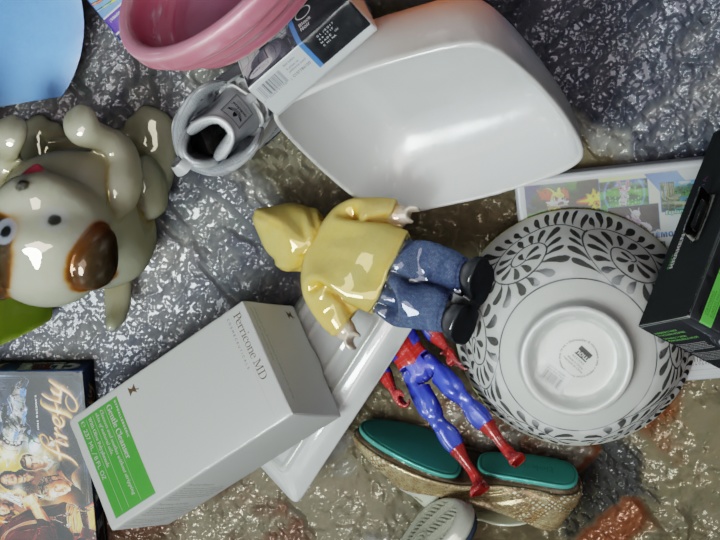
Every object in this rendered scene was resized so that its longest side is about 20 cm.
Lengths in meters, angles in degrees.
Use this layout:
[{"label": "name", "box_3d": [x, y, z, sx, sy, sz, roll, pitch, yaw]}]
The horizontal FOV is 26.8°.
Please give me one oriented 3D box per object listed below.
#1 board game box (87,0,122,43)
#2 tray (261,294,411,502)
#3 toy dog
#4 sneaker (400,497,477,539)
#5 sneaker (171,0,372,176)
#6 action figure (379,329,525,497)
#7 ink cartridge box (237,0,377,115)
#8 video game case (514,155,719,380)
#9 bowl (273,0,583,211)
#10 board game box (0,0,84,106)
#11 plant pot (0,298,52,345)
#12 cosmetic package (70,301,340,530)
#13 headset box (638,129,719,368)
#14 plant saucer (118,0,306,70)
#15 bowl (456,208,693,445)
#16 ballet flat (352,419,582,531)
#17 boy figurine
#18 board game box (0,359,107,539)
[{"label": "board game box", "box_3d": [-0.157, -0.298, 1.201, 0.199, 0.034, 0.136, -37, 97, 14]}, {"label": "tray", "box_3d": [-0.041, 0.083, 1.260, 0.107, 0.022, 0.201, 41, 107, 30]}, {"label": "toy dog", "box_3d": [-0.235, -0.036, 1.188, 0.138, 0.200, 0.196, 5, 104, 6]}, {"label": "sneaker", "box_3d": [0.062, 0.268, 1.277, 0.084, 0.075, 0.200, 30, 132, -7]}, {"label": "sneaker", "box_3d": [-0.072, -0.141, 1.188, 0.200, 0.115, 0.075, -40, 97, 13]}, {"label": "action figure", "box_3d": [0.055, 0.088, 1.241, 0.065, 0.052, 0.201, -40, 72, 8]}, {"label": "ink cartridge box", "box_3d": [-0.057, -0.207, 1.133, 0.099, 0.201, 0.039, -40, 127, 14]}, {"label": "video game case", "box_3d": [0.233, 0.003, 1.237, 0.198, 0.022, 0.184, -5, 103, 8]}, {"label": "bowl", "box_3d": [0.054, -0.131, 1.147, 0.198, 0.200, 0.075, -13, 60, 27]}, {"label": "board game box", "box_3d": [-0.317, -0.213, 1.236, 0.198, 0.039, 0.160, -8, 105, 10]}, {"label": "plant pot", "box_3d": [-0.378, -0.026, 1.214, 0.197, 0.200, 0.183, -6, 95, 9]}, {"label": "cosmetic package", "box_3d": [-0.128, 0.121, 1.243, 0.199, 0.085, 0.108, -35, 69, 22]}, {"label": "headset box", "box_3d": [0.328, -0.002, 1.141, 0.199, 0.093, 0.175, 27, 78, -9]}, {"label": "plant saucer", "box_3d": [-0.091, -0.224, 1.109, 0.200, 0.201, 0.051, -40, 127, 14]}, {"label": "bowl", "box_3d": [0.170, 0.058, 1.198, 0.199, 0.094, 0.203, 2, 103, 7]}, {"label": "ballet flat", "box_3d": [0.086, 0.180, 1.275, 0.198, 0.071, 0.066, 14, 119, 7]}, {"label": "boy figurine", "box_3d": [0.000, 0.000, 1.201, 0.198, 0.064, 0.125, 17, 84, 22]}, {"label": "board game box", "box_3d": [-0.296, 0.180, 1.332, 0.134, 0.035, 0.202, -1, 103, 7]}]
